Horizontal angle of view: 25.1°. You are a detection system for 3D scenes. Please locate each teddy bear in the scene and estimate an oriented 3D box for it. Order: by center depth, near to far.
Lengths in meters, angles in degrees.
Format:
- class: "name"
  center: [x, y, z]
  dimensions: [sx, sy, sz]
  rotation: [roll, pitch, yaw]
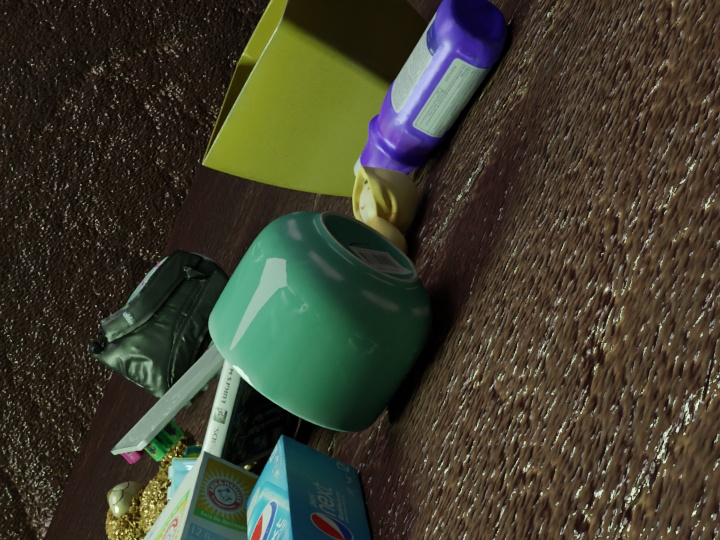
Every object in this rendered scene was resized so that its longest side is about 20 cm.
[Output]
- class: "teddy bear"
  center: [-0.173, 0.213, 1.549]
  dimensions: [0.198, 0.067, 0.147]
  rotation: [-9, 59, 40]

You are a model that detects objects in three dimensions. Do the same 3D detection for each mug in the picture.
- class: "mug"
  center: [-0.022, 0.022, 1.215]
  dimensions: [0.115, 0.151, 0.185]
  rotation: [-57, 13, 19]

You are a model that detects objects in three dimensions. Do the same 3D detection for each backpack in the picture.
- class: "backpack"
  center: [-0.258, 0.068, 2.216]
  dimensions: [0.201, 0.166, 0.127]
  rotation: [-59, 6, -5]

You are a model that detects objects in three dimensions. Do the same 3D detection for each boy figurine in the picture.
- class: "boy figurine"
  center: [0.000, 0.000, 1.394]
  dimensions: [0.124, 0.064, 0.202]
  rotation: [144, 147, -73]

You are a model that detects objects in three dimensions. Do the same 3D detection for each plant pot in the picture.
- class: "plant pot"
  center: [-0.027, -0.194, 1.643]
  dimensions: [0.201, 0.175, 0.201]
  rotation: [-56, 14, 38]

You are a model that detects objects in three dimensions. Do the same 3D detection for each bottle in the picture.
- class: "bottle"
  center: [0.058, -0.152, 1.443]
  dimensions: [0.201, 0.065, 0.084]
  rotation: [-57, 13, 36]

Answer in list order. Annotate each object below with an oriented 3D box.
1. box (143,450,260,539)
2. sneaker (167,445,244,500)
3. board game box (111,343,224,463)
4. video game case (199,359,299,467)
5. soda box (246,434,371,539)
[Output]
- class: "box"
  center: [-0.126, 0.257, 1.289]
  dimensions: [0.201, 0.112, 0.102]
  rotation: [-54, 15, 37]
- class: "sneaker"
  center: [-0.153, 0.236, 1.453]
  dimensions: [0.200, 0.079, 0.132]
  rotation: [-42, 48, 42]
- class: "board game box"
  center: [-0.147, 0.105, 1.533]
  dimensions: [0.200, 0.026, 0.200]
  rotation: [-47, 6, -17]
- class: "video game case"
  center: [-0.076, 0.076, 1.391]
  dimensions: [0.200, 0.023, 0.184]
  rotation: [-13, -61, -74]
- class: "soda box"
  center: [-0.037, 0.190, 1.132]
  dimensions: [0.065, 0.067, 0.200]
  rotation: [-62, 12, 11]
